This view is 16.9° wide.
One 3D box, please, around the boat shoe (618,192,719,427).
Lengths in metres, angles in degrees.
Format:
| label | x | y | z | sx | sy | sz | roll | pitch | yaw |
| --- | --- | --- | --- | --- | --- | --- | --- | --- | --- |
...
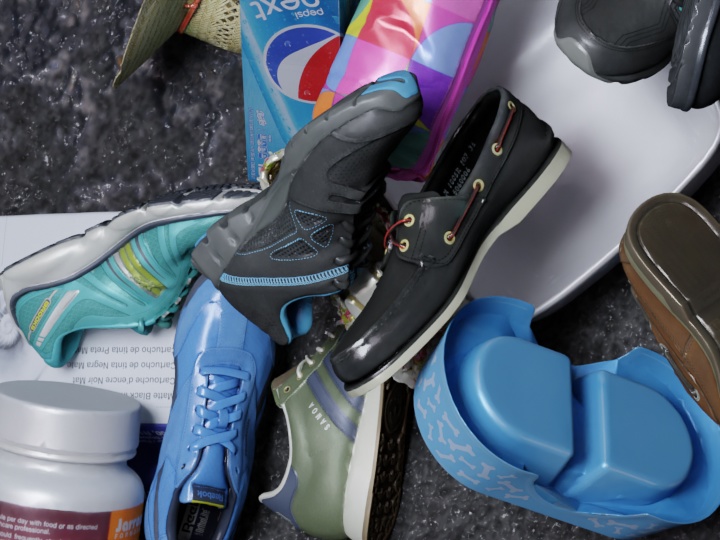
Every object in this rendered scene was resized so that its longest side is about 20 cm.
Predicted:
| label | x | y | z | sx | sy | sz | roll | pitch | yaw |
| --- | --- | --- | --- | --- | --- | --- | --- | --- | --- |
| boat shoe | 0.213 | 0.050 | 1.351 | 0.072 | 0.068 | 0.201 | -24 | 70 | -12 |

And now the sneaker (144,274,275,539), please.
| label | x | y | z | sx | sy | sz | roll | pitch | yaw |
| --- | --- | --- | --- | --- | --- | --- | --- | --- | --- |
| sneaker | -0.089 | 0.099 | 1.512 | 0.066 | 0.078 | 0.201 | 9 | 103 | -14 |

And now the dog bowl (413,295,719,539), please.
| label | x | y | z | sx | sy | sz | roll | pitch | yaw |
| --- | --- | --- | --- | --- | --- | --- | --- | --- | --- |
| dog bowl | 0.116 | 0.089 | 1.379 | 0.050 | 0.199 | 0.112 | -41 | 38 | 44 |

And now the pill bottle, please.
| label | x | y | z | sx | sy | sz | roll | pitch | yaw |
| --- | --- | --- | --- | --- | --- | --- | --- | --- | --- |
| pill bottle | -0.198 | 0.177 | 1.540 | 0.114 | 0.114 | 0.201 | 12 | 98 | 28 |

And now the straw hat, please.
| label | x | y | z | sx | sy | sz | roll | pitch | yaw |
| --- | --- | --- | --- | --- | --- | --- | --- | --- | --- |
| straw hat | -0.080 | -0.187 | 1.560 | 0.085 | 0.201 | 0.202 | 27 | 94 | -3 |

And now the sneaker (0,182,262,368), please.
| label | x | y | z | sx | sy | sz | roll | pitch | yaw |
| --- | --- | --- | --- | --- | --- | --- | --- | --- | --- |
| sneaker | -0.135 | -0.001 | 1.550 | 0.199 | 0.077 | 0.080 | -25 | 90 | 23 |

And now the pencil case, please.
| label | x | y | z | sx | sy | sz | roll | pitch | yaw |
| --- | --- | --- | --- | --- | --- | --- | --- | --- | --- |
| pencil case | 0.040 | -0.150 | 1.432 | 0.088 | 0.088 | 0.201 | 26 | 95 | 28 |

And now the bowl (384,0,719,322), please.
| label | x | y | z | sx | sy | sz | roll | pitch | yaw |
| --- | --- | --- | --- | --- | --- | --- | --- | --- | --- |
| bowl | 0.113 | -0.084 | 1.469 | 0.200 | 0.075 | 0.200 | -42 | 66 | 14 |

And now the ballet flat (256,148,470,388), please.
| label | x | y | z | sx | sy | sz | roll | pitch | yaw |
| --- | --- | --- | --- | --- | --- | --- | --- | --- | --- |
| ballet flat | 0.000 | 0.000 | 1.445 | 0.076 | 0.064 | 0.200 | -47 | 62 | 10 |

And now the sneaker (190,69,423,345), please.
| label | x | y | z | sx | sy | sz | roll | pitch | yaw |
| --- | --- | --- | --- | --- | --- | --- | --- | --- | --- |
| sneaker | -0.014 | -0.037 | 1.376 | 0.082 | 0.073 | 0.200 | 50 | 133 | 7 |

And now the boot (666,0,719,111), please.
| label | x | y | z | sx | sy | sz | roll | pitch | yaw |
| --- | --- | --- | --- | --- | --- | --- | --- | --- | --- |
| boot | 0.279 | -0.140 | 1.313 | 0.199 | 0.066 | 0.166 | 17 | 81 | 0 |

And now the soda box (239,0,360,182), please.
| label | x | y | z | sx | sy | sz | roll | pitch | yaw |
| --- | --- | --- | --- | --- | --- | --- | --- | --- | --- |
| soda box | -0.035 | -0.146 | 1.484 | 0.064 | 0.201 | 0.068 | 7 | 44 | 9 |

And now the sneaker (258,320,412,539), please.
| label | x | y | z | sx | sy | sz | roll | pitch | yaw |
| --- | --- | --- | --- | --- | --- | --- | --- | --- | --- |
| sneaker | -0.015 | 0.067 | 1.509 | 0.089 | 0.067 | 0.201 | 8 | 88 | 23 |

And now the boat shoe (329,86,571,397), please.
| label | x | y | z | sx | sy | sz | roll | pitch | yaw |
| --- | --- | --- | --- | --- | --- | --- | --- | --- | --- |
| boat shoe | 0.040 | -0.016 | 1.371 | 0.202 | 0.063 | 0.074 | -53 | 18 | -20 |

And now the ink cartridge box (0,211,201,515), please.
| label | x | y | z | sx | sy | sz | roll | pitch | yaw |
| --- | --- | --- | --- | --- | --- | --- | --- | --- | --- |
| ink cartridge box | -0.184 | 0.061 | 1.614 | 0.199 | 0.041 | 0.201 | -2 | 80 | 26 |

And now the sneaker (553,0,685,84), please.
| label | x | y | z | sx | sy | sz | roll | pitch | yaw |
| --- | --- | --- | --- | --- | --- | --- | --- | --- | --- |
| sneaker | 0.182 | -0.180 | 1.385 | 0.075 | 0.200 | 0.079 | 42 | 145 | 10 |
